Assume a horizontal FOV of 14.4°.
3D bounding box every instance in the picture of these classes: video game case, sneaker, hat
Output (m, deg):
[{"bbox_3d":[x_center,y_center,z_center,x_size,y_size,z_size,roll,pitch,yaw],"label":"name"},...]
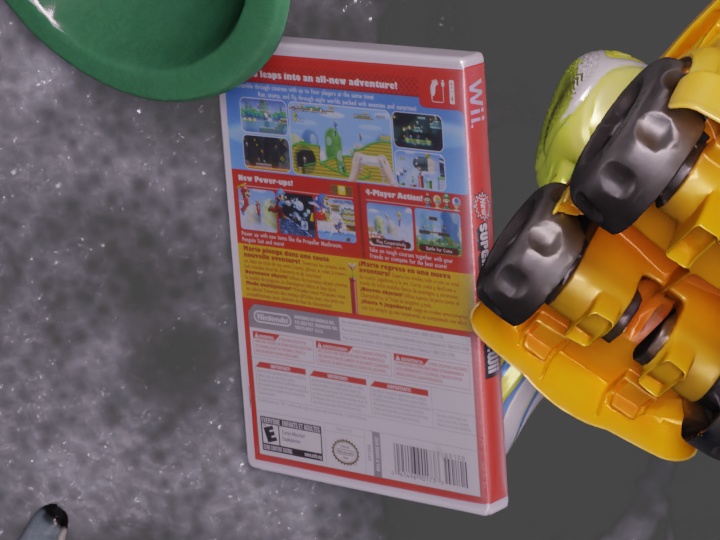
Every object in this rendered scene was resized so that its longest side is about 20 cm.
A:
[{"bbox_3d":[0.000,0.000,1.253,0.142,0.017,0.201,8,109,40],"label":"video game case"},{"bbox_3d":[0.109,0.009,1.263,0.104,0.076,0.201,20,104,-3],"label":"sneaker"},{"bbox_3d":[-0.052,-0.193,1.248,0.199,0.176,0.166,-23,108,47],"label":"hat"}]

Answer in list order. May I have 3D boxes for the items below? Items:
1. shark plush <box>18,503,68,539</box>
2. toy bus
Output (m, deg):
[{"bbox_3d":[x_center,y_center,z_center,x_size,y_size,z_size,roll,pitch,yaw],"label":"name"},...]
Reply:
[{"bbox_3d":[-0.169,0.191,1.316,0.200,0.083,0.091,-38,100,11],"label":"shark plush"},{"bbox_3d":[0.154,-0.045,1.167,0.135,0.193,0.200,32,142,-9],"label":"toy bus"}]
